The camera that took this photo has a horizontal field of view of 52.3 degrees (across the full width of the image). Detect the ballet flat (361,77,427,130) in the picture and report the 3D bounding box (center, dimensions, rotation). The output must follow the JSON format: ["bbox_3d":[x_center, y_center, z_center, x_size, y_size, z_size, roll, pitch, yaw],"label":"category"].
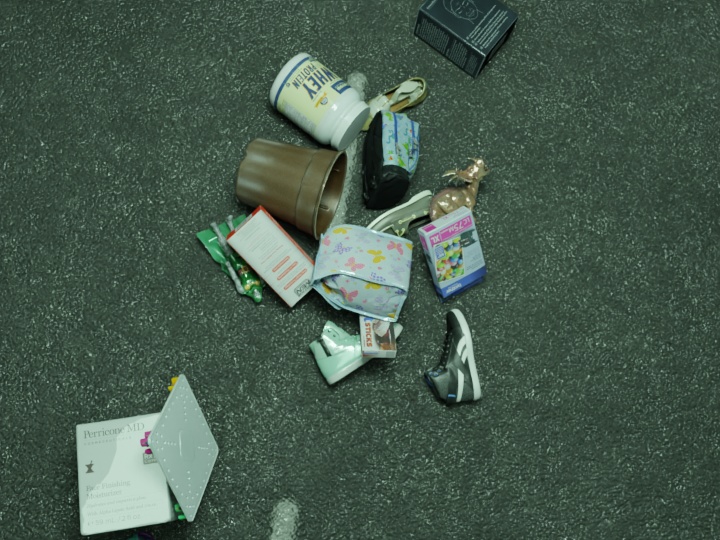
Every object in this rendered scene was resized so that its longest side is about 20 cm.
[{"bbox_3d":[0.074,-0.400,1.736,0.199,0.071,0.071,-30,79,-12],"label":"ballet flat"}]

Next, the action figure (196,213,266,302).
[{"bbox_3d":[-0.263,-0.020,1.608,0.118,0.055,0.201,-26,82,-14],"label":"action figure"}]

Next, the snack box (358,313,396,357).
[{"bbox_3d":[0.033,0.104,1.559,0.072,0.024,0.200,1,41,-4],"label":"snack box"}]

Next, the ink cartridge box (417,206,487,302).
[{"bbox_3d":[0.206,-0.027,1.593,0.119,0.201,0.042,-27,34,-12],"label":"ink cartridge box"}]

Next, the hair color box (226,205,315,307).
[{"bbox_3d":[-0.180,-0.030,1.561,0.101,0.061,0.200,-41,106,2],"label":"hair color box"}]

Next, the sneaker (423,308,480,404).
[{"bbox_3d":[0.184,0.187,1.576,0.111,0.073,0.201,-10,77,-9],"label":"sneaker"}]

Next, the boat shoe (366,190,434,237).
[{"bbox_3d":[0.093,-0.108,1.652,0.201,0.072,0.060,-32,75,-17],"label":"boat shoe"}]

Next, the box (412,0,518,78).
[{"bbox_3d":[0.253,-0.599,1.786,0.200,0.107,0.149,38,75,5],"label":"box"}]

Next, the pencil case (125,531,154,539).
[{"bbox_3d":[-0.475,0.593,1.397,0.200,0.085,0.092,-37,54,-13],"label":"pencil case"}]

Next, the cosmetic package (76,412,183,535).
[{"bbox_3d":[-0.441,0.391,1.415,0.164,0.165,0.201,-8,75,-7],"label":"cosmetic package"}]

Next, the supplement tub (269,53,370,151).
[{"bbox_3d":[-0.091,-0.382,1.674,0.200,0.145,0.145,38,75,6],"label":"supplement tub"}]

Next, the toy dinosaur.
[{"bbox_3d":[0.203,-0.157,1.628,0.200,0.086,0.136,-36,113,-24],"label":"toy dinosaur"}]

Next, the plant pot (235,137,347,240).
[{"bbox_3d":[-0.153,-0.192,1.599,0.197,0.200,0.201,19,73,7],"label":"plant pot"}]

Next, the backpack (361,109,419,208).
[{"bbox_3d":[0.066,-0.264,1.661,0.153,0.163,0.201,-7,68,-16],"label":"backpack"}]

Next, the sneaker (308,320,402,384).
[{"bbox_3d":[-0.013,0.141,1.568,0.200,0.074,0.118,-33,86,-10],"label":"sneaker"}]

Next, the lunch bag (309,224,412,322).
[{"bbox_3d":[0.000,0.000,1.561,0.199,0.127,0.170,16,41,-7],"label":"lunch bag"}]

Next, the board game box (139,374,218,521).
[{"bbox_3d":[-0.339,0.334,1.392,0.026,0.200,0.201,-12,116,11],"label":"board game box"}]
